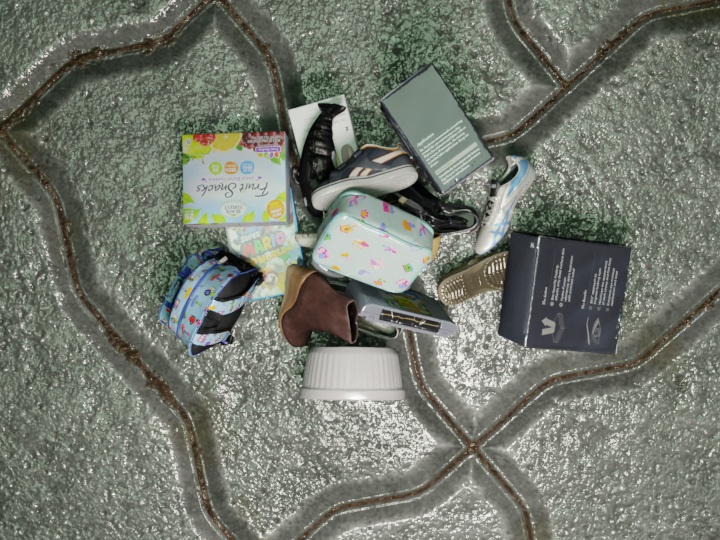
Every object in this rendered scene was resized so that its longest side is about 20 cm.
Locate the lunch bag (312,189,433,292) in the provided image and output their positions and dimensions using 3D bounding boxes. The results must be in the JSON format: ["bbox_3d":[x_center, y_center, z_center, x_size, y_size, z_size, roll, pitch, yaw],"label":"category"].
[{"bbox_3d":[0.017,-0.047,1.617,0.197,0.078,0.161,22,140,-13],"label":"lunch bag"}]

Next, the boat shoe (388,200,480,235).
[{"bbox_3d":[0.132,-0.102,1.753,0.195,0.063,0.074,4,94,0],"label":"boat shoe"}]

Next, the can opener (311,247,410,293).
[{"bbox_3d":[0.000,0.000,1.711,0.196,0.053,0.068,20,74,-14],"label":"can opener"}]

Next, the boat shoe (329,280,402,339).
[{"bbox_3d":[-0.008,0.074,1.766,0.196,0.071,0.073,20,95,-1],"label":"boat shoe"}]

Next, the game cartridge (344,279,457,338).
[{"bbox_3d":[0.073,0.069,1.722,0.196,0.133,0.041,14,103,-21],"label":"game cartridge"}]

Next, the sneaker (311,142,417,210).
[{"bbox_3d":[-0.002,-0.167,1.625,0.196,0.079,0.081,-17,67,-17],"label":"sneaker"}]

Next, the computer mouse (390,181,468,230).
[{"bbox_3d":[0.093,-0.125,1.691,0.199,0.139,0.047,41,113,26],"label":"computer mouse"}]

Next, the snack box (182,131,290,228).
[{"bbox_3d":[-0.232,-0.169,1.735,0.195,0.068,0.173,-1,86,4],"label":"snack box"}]

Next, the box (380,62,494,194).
[{"bbox_3d":[0.134,-0.252,1.673,0.116,0.197,0.202,-34,94,5],"label":"box"}]

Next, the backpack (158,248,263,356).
[{"bbox_3d":[-0.288,0.058,1.694,0.133,0.200,0.185,31,103,6],"label":"backpack"}]

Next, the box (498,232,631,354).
[{"bbox_3d":[0.375,0.040,1.706,0.196,0.117,0.201,6,95,-18],"label":"box"}]

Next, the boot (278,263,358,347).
[{"bbox_3d":[-0.075,0.097,1.702,0.165,0.072,0.203,32,138,32],"label":"boot"}]

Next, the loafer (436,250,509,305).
[{"bbox_3d":[0.229,0.006,1.762,0.196,0.068,0.077,-17,107,-14],"label":"loafer"}]

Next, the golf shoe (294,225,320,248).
[{"bbox_3d":[-0.031,-0.032,1.757,0.195,0.078,0.099,6,102,0],"label":"golf shoe"}]

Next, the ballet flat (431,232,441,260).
[{"bbox_3d":[0.060,-0.082,1.701,0.197,0.069,0.064,23,109,-19],"label":"ballet flat"}]

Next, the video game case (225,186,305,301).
[{"bbox_3d":[-0.185,-0.050,1.783,0.140,0.018,0.205,-9,95,2],"label":"video game case"}]

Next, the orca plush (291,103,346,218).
[{"bbox_3d":[-0.065,-0.195,1.631,0.103,0.071,0.204,21,96,-1],"label":"orca plush"}]

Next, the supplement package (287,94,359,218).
[{"bbox_3d":[-0.054,-0.210,1.721,0.111,0.110,0.204,-15,95,2],"label":"supplement package"}]

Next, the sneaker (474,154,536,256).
[{"bbox_3d":[0.261,-0.124,1.743,0.072,0.072,0.203,27,89,-17],"label":"sneaker"}]

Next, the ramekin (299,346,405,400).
[{"bbox_3d":[-0.014,0.191,1.721,0.198,0.202,0.097,2,84,0],"label":"ramekin"}]
